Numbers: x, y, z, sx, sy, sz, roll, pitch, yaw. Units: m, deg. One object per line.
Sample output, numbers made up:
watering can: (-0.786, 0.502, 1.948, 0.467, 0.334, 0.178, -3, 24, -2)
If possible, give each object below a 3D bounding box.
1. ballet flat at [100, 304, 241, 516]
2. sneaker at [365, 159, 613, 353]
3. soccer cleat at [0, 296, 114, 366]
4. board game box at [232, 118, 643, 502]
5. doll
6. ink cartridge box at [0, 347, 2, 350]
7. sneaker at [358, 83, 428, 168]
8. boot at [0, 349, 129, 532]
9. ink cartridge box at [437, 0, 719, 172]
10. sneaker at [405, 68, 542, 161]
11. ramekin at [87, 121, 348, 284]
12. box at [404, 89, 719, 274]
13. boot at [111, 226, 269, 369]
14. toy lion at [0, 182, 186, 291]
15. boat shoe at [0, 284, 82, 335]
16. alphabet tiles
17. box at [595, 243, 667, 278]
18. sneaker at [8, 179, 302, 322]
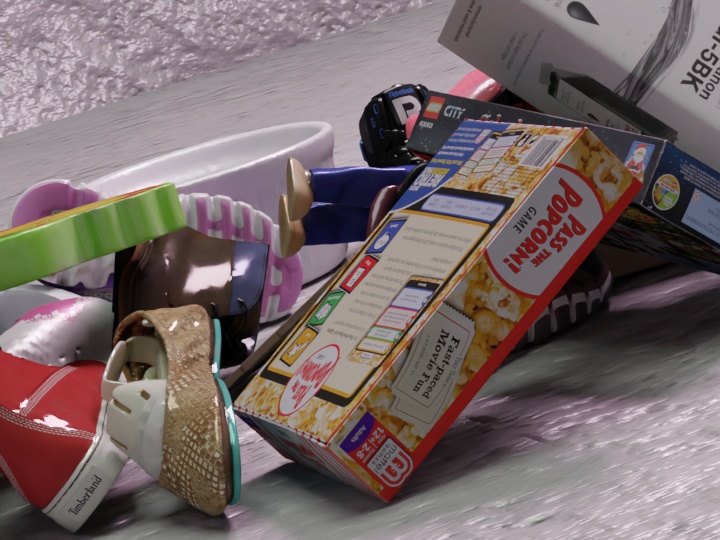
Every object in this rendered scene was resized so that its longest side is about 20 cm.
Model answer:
ballet flat: (-0.100, 0.071, 1.392, 0.065, 0.071, 0.200, 3, 16, -9)
sneaker: (0.069, -0.014, 1.527, 0.075, 0.116, 0.200, -8, 13, 37)
soccer cleat: (-0.210, 0.078, 1.623, 0.200, 0.070, 0.086, -28, 23, -30)
board game box: (0.034, 0.014, 1.356, 0.200, 0.046, 0.151, -50, 18, -9)
doll: (0.049, -0.038, 1.764, 0.199, 0.049, 0.137, 0, -35, -10)
ink cartridge box: (-0.306, 0.115, 1.483, 0.199, 0.041, 0.200, -14, 26, 16)
sneaker: (0.046, -0.076, 1.914, 0.073, 0.112, 0.200, -20, 11, -19)
boot: (-0.193, 0.056, 1.450, 0.073, 0.144, 0.200, -53, 9, 5)
ink cartridge box: (0.169, -0.144, 1.568, 0.147, 0.200, 0.083, -54, -6, -30)
sneaker: (0.105, -0.112, 1.653, 0.087, 0.074, 0.200, 7, 25, 44)
ramekin: (-0.104, -0.032, 1.950, 0.200, 0.098, 0.200, -16, 9, 3)
box: (0.137, -0.044, 1.494, 0.136, 0.038, 0.200, 26, -5, -38)
boot: (-0.099, 0.031, 1.615, 0.096, 0.075, 0.200, 3, 35, -6)
toy lion: (-0.194, -0.009, 1.533, 0.191, 0.069, 0.200, -16, 5, 4)
boat shoe: (-0.222, 0.043, 1.820, 0.068, 0.072, 0.200, -26, 7, -41)
alphabet tiles: (0.000, 0.000, 1.644, 0.167, 0.008, 0.200, -44, -4, 27)
box: (0.183, -0.051, 1.666, 0.199, 0.078, 0.095, -16, 10, -2)
sneaker: (-0.139, -0.008, 1.807, 0.199, 0.081, 0.088, 11, -16, -12)
